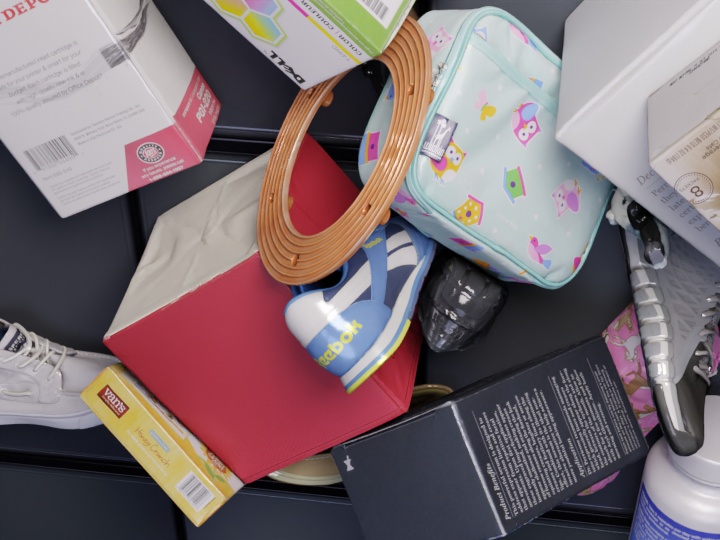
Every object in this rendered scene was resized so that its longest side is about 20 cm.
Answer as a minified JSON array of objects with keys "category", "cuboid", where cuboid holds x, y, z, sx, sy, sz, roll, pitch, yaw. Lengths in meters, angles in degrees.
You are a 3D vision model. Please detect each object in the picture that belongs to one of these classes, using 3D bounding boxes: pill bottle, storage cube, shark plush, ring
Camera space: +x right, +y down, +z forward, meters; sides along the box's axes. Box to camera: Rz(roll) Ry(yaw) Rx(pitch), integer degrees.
[{"category":"pill bottle","cuboid":[0.300,0.210,1.303,0.111,0.112,0.201,7,130,5]},{"category":"storage cube","cuboid":[-0.068,0.029,1.193,0.199,0.171,0.180,-28,117,30]},{"category":"shark plush","cuboid":[0.228,-0.053,1.060,0.083,0.200,0.091,27,103,7]},{"category":"ring","cuboid":[-0.010,-0.082,1.013,0.019,0.201,0.200,22,132,-29]}]

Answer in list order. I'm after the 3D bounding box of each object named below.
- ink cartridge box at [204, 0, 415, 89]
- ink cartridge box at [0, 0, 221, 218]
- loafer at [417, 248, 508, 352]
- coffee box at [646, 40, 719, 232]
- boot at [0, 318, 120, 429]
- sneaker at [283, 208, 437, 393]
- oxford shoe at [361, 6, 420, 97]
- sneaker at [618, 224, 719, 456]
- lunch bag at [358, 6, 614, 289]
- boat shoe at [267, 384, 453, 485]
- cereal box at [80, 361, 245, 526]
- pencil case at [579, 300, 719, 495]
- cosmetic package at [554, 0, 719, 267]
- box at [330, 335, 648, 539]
[{"category":"ink cartridge box","cuboid":[-0.074,-0.196,1.021,0.148,0.076,0.199,40,152,-22]},{"category":"ink cartridge box","cuboid":[-0.221,-0.158,1.128,0.145,0.085,0.200,-18,125,24]},{"category":"loafer","cuboid":[0.074,0.026,1.154,0.068,0.201,0.071,34,96,3]},{"category":"coffee box","cuboid":[0.281,-0.055,0.895,0.200,0.080,0.114,39,124,-19]},{"category":"boot","cuboid":[-0.297,0.090,1.349,0.198,0.074,0.096,-7,134,18]},{"category":"sneaker","cuboid":[0.000,0.000,1.067,0.082,0.200,0.074,35,122,-9]},{"category":"oxford shoe","cuboid":[0.044,-0.156,1.098,0.084,0.073,0.201,-22,118,-9]},{"category":"sneaker","cuboid":[0.270,0.036,1.130,0.115,0.202,0.075,-11,161,9]},{"category":"lunch bag","cuboid":[0.100,-0.091,1.058,0.200,0.161,0.077,32,169,-37]},{"category":"boat shoe","cuboid":[-0.003,0.135,1.294,0.199,0.074,0.067,-8,130,-33]},{"category":"cereal box","cuboid":[-0.149,0.133,1.255,0.040,0.200,0.144,-44,86,8]},{"category":"pencil case","cuboid":[0.222,0.106,1.257,0.082,0.087,0.200,3,138,-33]},{"category":"cosmetic package","cuboid":[0.261,-0.127,1.002,0.199,0.168,0.166,35,126,-16]},{"category":"box","cuboid":[0.106,0.144,1.182,0.148,0.199,0.108,-26,84,46]}]
